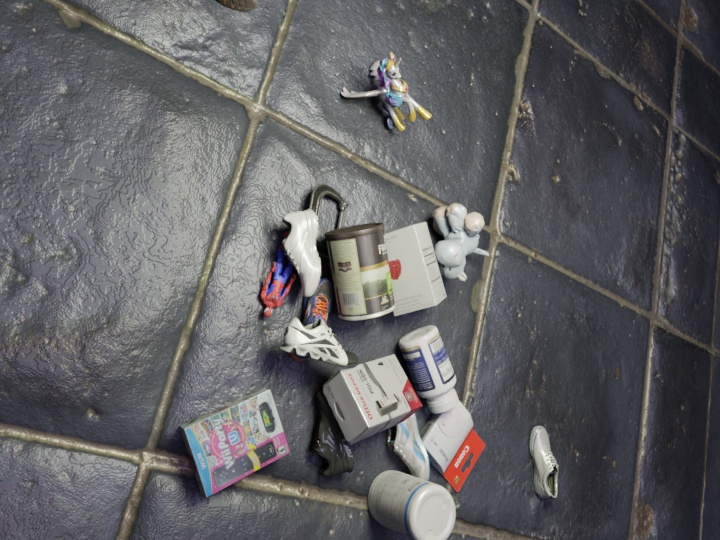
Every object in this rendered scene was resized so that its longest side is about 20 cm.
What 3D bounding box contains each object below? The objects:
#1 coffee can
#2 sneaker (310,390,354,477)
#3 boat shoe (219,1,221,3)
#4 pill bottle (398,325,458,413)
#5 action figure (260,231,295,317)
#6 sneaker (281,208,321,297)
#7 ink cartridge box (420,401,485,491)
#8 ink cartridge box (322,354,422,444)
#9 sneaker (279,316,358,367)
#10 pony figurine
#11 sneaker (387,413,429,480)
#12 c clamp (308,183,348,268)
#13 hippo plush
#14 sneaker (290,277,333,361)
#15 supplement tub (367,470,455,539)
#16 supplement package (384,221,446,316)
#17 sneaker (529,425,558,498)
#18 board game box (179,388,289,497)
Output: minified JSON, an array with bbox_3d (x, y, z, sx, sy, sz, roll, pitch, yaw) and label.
[{"bbox_3d":[0.000,0.000,1.346,0.144,0.145,0.206,-15,101,-30],"label":"coffee can"},{"bbox_3d":[-0.078,0.382,1.312,0.089,0.076,0.205,-15,87,-21],"label":"sneaker"},{"bbox_3d":[-0.326,-0.677,1.309,0.196,0.074,0.075,16,76,-29],"label":"boat shoe"},{"bbox_3d":[0.181,0.256,1.455,0.109,0.110,0.204,-25,96,-30],"label":"pill bottle"},{"bbox_3d":[-0.186,0.012,1.313,0.065,0.051,0.204,27,72,-29],"label":"action figure"},{"bbox_3d":[-0.137,-0.038,1.297,0.085,0.074,0.206,-5,85,-20],"label":"sneaker"},{"bbox_3d":[0.254,0.462,1.508,0.201,0.057,0.163,48,63,-11],"label":"ink cartridge box"},{"bbox_3d":[0.030,0.295,1.319,0.197,0.083,0.149,-7,59,-47],"label":"ink cartridge box"},{"bbox_3d":[-0.077,0.158,1.253,0.197,0.073,0.091,22,81,-32],"label":"sneaker"},{"bbox_3d":[0.072,-0.465,1.466,0.168,0.191,0.201,-52,127,-22],"label":"pony figurine"},{"bbox_3d":[0.114,0.442,1.418,0.079,0.076,0.205,-17,85,-23],"label":"sneaker"},{"bbox_3d":[-0.072,-0.105,1.400,0.168,0.027,0.206,13,78,-41],"label":"c clamp"},{"bbox_3d":[0.239,-0.065,1.520,0.162,0.157,0.202,-56,150,-22],"label":"hippo plush"},{"bbox_3d":[-0.102,0.115,1.328,0.074,0.078,0.205,23,72,-26],"label":"sneaker"},{"bbox_3d":[0.117,0.553,1.326,0.129,0.199,0.136,5,80,-28],"label":"supplement tub"},{"bbox_3d":[0.126,-0.006,1.430,0.119,0.119,0.205,-19,93,-66],"label":"supplement package"},{"bbox_3d":[0.545,0.560,1.650,0.071,0.070,0.206,-3,85,-30],"label":"sneaker"},{"bbox_3d":[-0.266,0.362,1.207,0.197,0.064,0.151,-20,93,-30],"label":"board game box"}]
